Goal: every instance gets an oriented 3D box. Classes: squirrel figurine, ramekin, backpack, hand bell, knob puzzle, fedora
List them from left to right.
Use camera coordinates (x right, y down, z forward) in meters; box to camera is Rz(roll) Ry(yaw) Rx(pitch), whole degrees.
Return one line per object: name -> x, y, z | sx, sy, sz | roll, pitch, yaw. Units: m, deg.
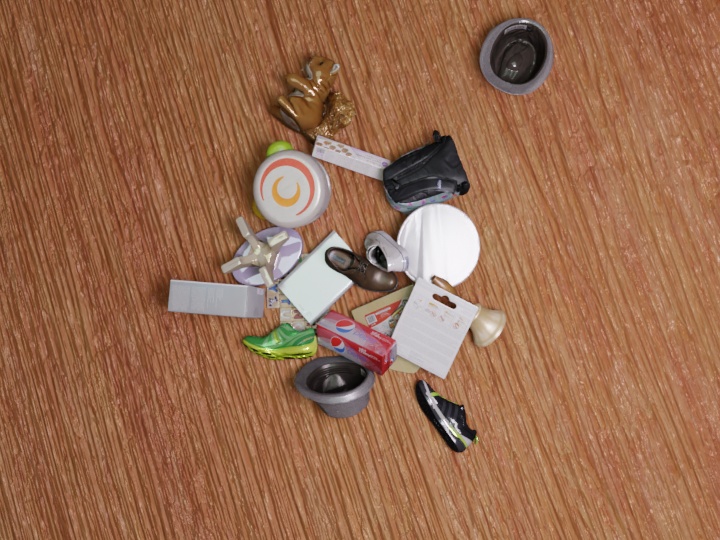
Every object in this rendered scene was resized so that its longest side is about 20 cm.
squirrel figurine -> -0.103, -0.430, 1.582 | 0.199, 0.141, 0.188 | 38, 81, -7
fedora -> -0.054, 0.290, 1.516 | 0.195, 0.177, 0.092 | 0, 116, 23
knob puzzle -> 0.095, 0.157, 1.555 | 0.213, 0.030, 0.226 | 2, 99, 12
backpack -> 0.152, -0.218, 1.525 | 0.196, 0.127, 0.170 | -22, 69, 5
ramekin -> 0.185, -0.058, 1.521 | 0.196, 0.094, 0.209 | 0, 92, 4
hand bell -> 0.237, 0.079, 1.469 | 0.199, 0.104, 0.105 | 39, 91, -19
fedora -> 0.375, -0.507, 1.533 | 0.173, 0.090, 0.204 | 21, 83, 6

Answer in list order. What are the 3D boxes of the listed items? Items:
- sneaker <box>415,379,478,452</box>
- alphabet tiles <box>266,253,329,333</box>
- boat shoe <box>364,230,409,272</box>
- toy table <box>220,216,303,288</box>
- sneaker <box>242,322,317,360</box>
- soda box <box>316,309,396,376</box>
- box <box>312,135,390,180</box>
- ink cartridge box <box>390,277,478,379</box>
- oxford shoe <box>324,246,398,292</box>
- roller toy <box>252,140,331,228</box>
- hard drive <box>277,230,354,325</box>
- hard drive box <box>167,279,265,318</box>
sneaker -> 0.210, 0.343, 1.526 | 0.082, 0.072, 0.202 | -32, 84, -20
alphabet tiles -> -0.160, 0.060, 1.605 | 0.162, 0.008, 0.206 | -2, 86, 6
boat shoe -> 0.046, -0.046, 1.495 | 0.064, 0.199, 0.076 | -10, 107, -22
toy table -> -0.245, -0.042, 1.561 | 0.199, 0.117, 0.185 | -39, 81, 3
sneaker -> -0.198, 0.176, 1.576 | 0.194, 0.074, 0.086 | -1, 63, 14
soda box -> -0.010, 0.171, 1.508 | 0.197, 0.070, 0.065 | 22, 130, 28
box -> -0.023, -0.278, 1.561 | 0.195, 0.042, 0.039 | 17, 51, -8
ink cartridge box -> 0.169, 0.131, 1.483 | 0.159, 0.050, 0.204 | 26, 109, 8
oxford shoe -> 0.000, 0.000, 1.526 | 0.196, 0.084, 0.074 | 21, 84, 1
roller toy -> -0.166, -0.198, 1.555 | 0.179, 0.140, 0.204 | 24, 99, 3
hard drive -> -0.095, 0.018, 1.583 | 0.200, 0.026, 0.132 | -43, 86, -1
hard drive box -> -0.351, 0.073, 1.553 | 0.194, 0.156, 0.079 | 5, 86, 6
